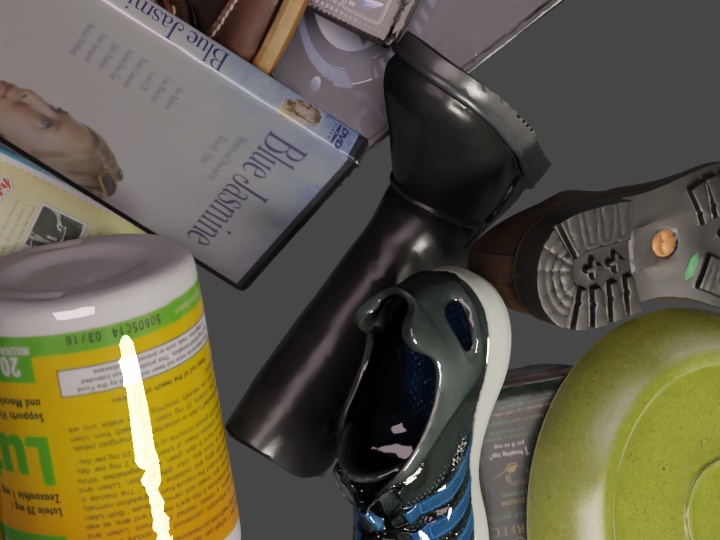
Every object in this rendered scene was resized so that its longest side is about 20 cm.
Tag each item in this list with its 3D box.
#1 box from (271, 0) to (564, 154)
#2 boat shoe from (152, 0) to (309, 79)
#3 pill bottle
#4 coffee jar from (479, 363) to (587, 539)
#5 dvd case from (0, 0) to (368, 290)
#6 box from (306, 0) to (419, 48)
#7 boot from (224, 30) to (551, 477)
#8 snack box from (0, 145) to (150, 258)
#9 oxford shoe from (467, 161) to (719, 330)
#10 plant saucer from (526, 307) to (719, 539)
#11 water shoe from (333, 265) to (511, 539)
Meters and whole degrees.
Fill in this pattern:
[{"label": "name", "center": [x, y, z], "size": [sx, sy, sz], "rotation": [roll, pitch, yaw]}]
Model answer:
[{"label": "box", "center": [-0.007, -0.175, 1.073], "size": [0.160, 0.044, 0.200], "rotation": [-37, 92, -1]}, {"label": "boat shoe", "center": [-0.071, -0.103, 1.000], "size": [0.070, 0.200, 0.070], "rotation": [26, 54, -6]}, {"label": "pill bottle", "center": [-0.116, 0.093, 1.016], "size": [0.111, 0.111, 0.200], "rotation": [-9, 106, -2]}, {"label": "coffee jar", "center": [0.082, 0.149, 1.064], "size": [0.104, 0.085, 0.200], "rotation": [-9, 91, -1]}, {"label": "dvd case", "center": [-0.109, -0.074, 0.988], "size": [0.200, 0.143, 0.018], "rotation": [32, 56, -8]}, {"label": "box", "center": [-0.030, -0.233, 1.026], "size": [0.200, 0.048, 0.193], "rotation": [27, 93, -3]}, {"label": "boot", "center": [0.000, 0.000, 1.025], "size": [0.066, 0.165, 0.200], "rotation": [39, 90, 26]}, {"label": "snack box", "center": [-0.188, 0.044, 1.061], "size": [0.116, 0.037, 0.200], "rotation": [27, 90, -20]}, {"label": "oxford shoe", "center": [0.137, -0.017, 1.054], "size": [0.200, 0.084, 0.073], "rotation": [-4, 98, -35]}, {"label": "plant saucer", "center": [0.166, 0.117, 1.044], "size": [0.200, 0.031, 0.200], "rotation": [3, 85, -33]}, {"label": "water shoe", "center": [0.014, 0.096, 0.992], "size": [0.071, 0.079, 0.200], "rotation": [17, 108, 38]}]
